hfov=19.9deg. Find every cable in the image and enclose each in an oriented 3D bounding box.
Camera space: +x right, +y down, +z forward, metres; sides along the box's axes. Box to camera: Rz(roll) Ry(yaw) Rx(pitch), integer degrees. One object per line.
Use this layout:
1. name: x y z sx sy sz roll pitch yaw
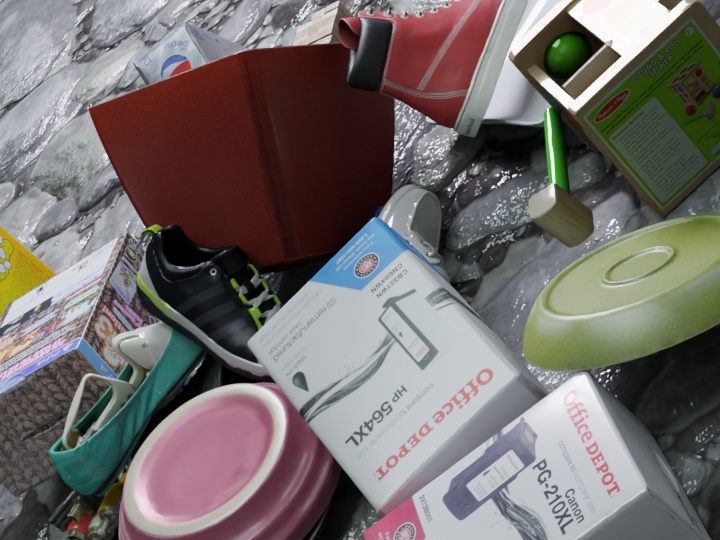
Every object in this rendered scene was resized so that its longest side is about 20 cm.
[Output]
1. cable: -0.210 0.174 1.825 0.097 0.050 0.200 -32 18 47

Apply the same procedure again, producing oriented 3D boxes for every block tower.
1. block tower: -0.040 -0.170 1.986 0.054 0.058 0.200 -23 36 32

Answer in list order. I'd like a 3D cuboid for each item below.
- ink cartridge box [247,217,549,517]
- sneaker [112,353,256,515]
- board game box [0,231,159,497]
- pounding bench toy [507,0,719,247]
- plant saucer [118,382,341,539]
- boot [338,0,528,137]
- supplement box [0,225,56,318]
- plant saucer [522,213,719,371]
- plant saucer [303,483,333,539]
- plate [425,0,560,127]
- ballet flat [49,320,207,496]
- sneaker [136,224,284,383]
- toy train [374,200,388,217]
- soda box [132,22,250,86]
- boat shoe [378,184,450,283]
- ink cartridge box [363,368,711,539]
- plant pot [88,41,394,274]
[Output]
1. ink cartridge box: 0.032 0.081 1.528 0.146 0.084 0.200 -45 50 3
2. sneaker: -0.147 0.126 1.765 0.104 0.060 0.200 -20 43 28
3. board game box: -0.264 0.084 1.881 0.159 0.097 0.200 -30 23 25
4. pounding bench toy: 0.188 -0.127 1.601 0.200 0.124 0.156 -43 31 4
5. plant saucer: -0.111 0.161 1.609 0.200 0.051 0.201 -22 37 18
6. boot: 0.062 -0.218 1.759 0.072 0.144 0.200 111 -179 -54
7. supplement box: -0.392 0.063 2.077 0.109 0.110 0.200 -30 34 24
8. plant saucer: 0.201 0.008 1.446 0.200 0.031 0.200 -23 16 7
9. plant saucer: -0.101 0.206 1.624 0.200 0.037 0.200 -22 39 19
10. plate: 0.166 -0.196 1.778 0.200 0.032 0.200 -54 26 -14
11. ballet flat: -0.195 0.096 1.738 0.200 0.070 0.067 -55 26 -11
12. sneaker: -0.108 0.023 1.698 0.200 0.083 0.072 26 33 21
13. toy train: 0.000 0.000 1.707 0.034 0.046 0.200 11 39 20
14. soda box: -0.134 -0.179 1.978 0.068 0.200 0.063 -36 73 15
15. boat shoe: 0.044 0.011 1.673 0.069 0.071 0.200 -9 48 32
16. ink cartridge box: 0.115 0.182 1.370 0.200 0.084 0.145 -38 32 11
17. plant pot: -0.086 -0.087 1.789 0.200 0.200 0.176 -14 88 39
